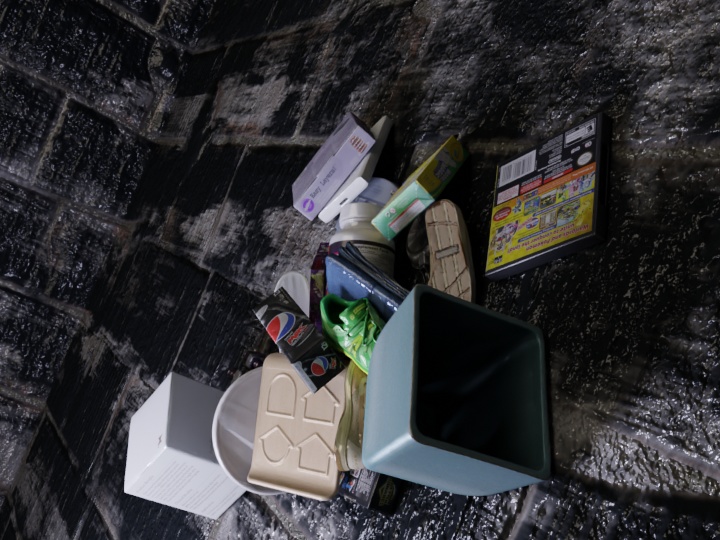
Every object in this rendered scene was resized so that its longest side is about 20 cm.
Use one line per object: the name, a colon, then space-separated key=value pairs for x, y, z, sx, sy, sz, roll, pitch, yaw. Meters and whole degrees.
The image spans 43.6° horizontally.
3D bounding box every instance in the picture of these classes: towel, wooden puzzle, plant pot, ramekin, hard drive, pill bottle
towel: x=0.033 y=0.051 z=1.310 sx=0.199 sy=0.048 sz=0.113 roll=36 pitch=146 yaw=27
wooden puzzle: x=-0.085 y=0.233 z=1.368 sx=0.182 sy=0.046 sz=0.205 roll=1 pitch=78 yaw=40
plant pot: x=0.096 y=0.172 z=1.114 sx=0.200 sy=0.192 sz=0.200 roll=-44 pitch=34 yaw=48
ramekin: x=-0.152 y=0.257 z=1.473 sx=0.094 sy=0.199 sz=0.207 roll=-12 pitch=57 yaw=68
hard drive: x=-0.007 y=-0.189 z=1.671 sx=0.131 sy=0.027 sz=0.202 roll=-40 pitch=21 yaw=40
pill bottle: x=0.000 y=0.000 z=1.453 sx=0.111 sy=0.110 sz=0.205 roll=-17 pitch=64 yaw=54

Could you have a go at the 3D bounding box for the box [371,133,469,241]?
box: x=0.100 y=-0.136 z=1.417 sx=0.117 sy=0.048 sz=0.201 roll=-41 pitch=8 yaw=39

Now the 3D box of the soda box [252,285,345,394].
soda box: x=-0.097 y=0.101 z=1.365 sx=0.063 sy=0.071 sz=0.200 roll=-37 pitch=30 yaw=-7

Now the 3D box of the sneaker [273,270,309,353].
sneaker: x=-0.116 y=0.093 z=1.576 sx=0.116 sy=0.072 sz=0.205 roll=-94 pitch=4 yaw=-79

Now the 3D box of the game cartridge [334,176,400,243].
game cartridge: x=0.024 y=-0.097 z=1.601 sx=0.199 sy=0.040 sz=0.136 roll=29 pitch=98 yaw=62

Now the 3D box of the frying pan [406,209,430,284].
frying pan: x=0.097 y=-0.024 z=1.428 sx=0.114 sy=0.031 sz=0.194 roll=-6 pitch=61 yaw=60

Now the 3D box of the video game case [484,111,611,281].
video game case: x=0.251 y=-0.096 z=1.214 sx=0.199 sy=0.025 sz=0.185 roll=-24 pitch=48 yaw=51

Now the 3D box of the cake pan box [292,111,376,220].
cake pan box: x=-0.057 y=-0.197 z=1.695 sx=0.201 sy=0.052 sz=0.184 roll=-51 pitch=13 yaw=8

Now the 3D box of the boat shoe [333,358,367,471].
boat shoe: x=0.012 y=0.193 z=1.277 sx=0.063 sy=0.072 sz=0.203 roll=-4 pitch=49 yaw=18

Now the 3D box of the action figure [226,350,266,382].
action figure: x=-0.176 y=0.209 z=1.681 sx=0.132 sy=0.069 sz=0.199 roll=-59 pitch=32 yaw=-2

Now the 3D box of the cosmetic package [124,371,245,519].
cosmetic package: x=-0.309 y=0.329 z=1.675 sx=0.167 sy=0.197 sz=0.169 roll=-44 pitch=34 yaw=32

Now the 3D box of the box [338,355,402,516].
box: x=0.010 y=0.240 z=1.348 sx=0.197 sy=0.049 sz=0.204 roll=2 pitch=71 yaw=61

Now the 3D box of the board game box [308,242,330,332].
board game box: x=-0.067 y=0.032 z=1.533 sx=0.200 sy=0.031 sz=0.123 roll=-80 pitch=-11 yaw=-76

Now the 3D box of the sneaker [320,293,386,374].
sneaker: x=0.006 y=0.090 z=1.266 sx=0.198 sy=0.085 sz=0.074 roll=22 pitch=53 yaw=43

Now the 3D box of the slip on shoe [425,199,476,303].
slip on shoe: x=0.134 y=-0.001 z=1.316 sx=0.075 sy=0.060 sz=0.205 roll=-15 pitch=70 yaw=23
